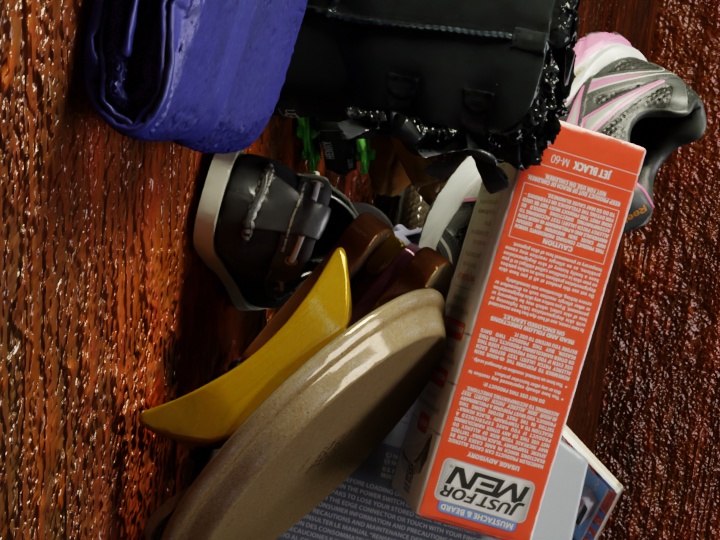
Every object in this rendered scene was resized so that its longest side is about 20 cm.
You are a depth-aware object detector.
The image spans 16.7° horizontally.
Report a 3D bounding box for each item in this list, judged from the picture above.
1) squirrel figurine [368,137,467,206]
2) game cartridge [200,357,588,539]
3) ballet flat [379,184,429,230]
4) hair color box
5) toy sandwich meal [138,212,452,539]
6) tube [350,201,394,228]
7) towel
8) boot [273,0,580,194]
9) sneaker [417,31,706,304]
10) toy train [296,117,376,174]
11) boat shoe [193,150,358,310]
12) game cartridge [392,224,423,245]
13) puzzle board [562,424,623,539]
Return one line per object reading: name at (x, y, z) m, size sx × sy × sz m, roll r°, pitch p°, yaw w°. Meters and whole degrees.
squirrel figurine at (0.052, -0.132, 1.397) m, size 0.187 × 0.141 × 0.201 m, roll -40°, pitch 123°, yaw -79°
game cartridge at (0.015, 0.120, 1.285) m, size 0.042 × 0.200 × 0.133 m, roll 130°, pitch -24°, yaw -69°
ballet flat at (0.030, 0.011, 1.580) m, size 0.067 × 0.046 × 0.201 m, roll 134°, pitch -32°, yaw -65°
hair color box at (0.076, 0.027, 1.216) m, size 0.111 × 0.064 × 0.201 m, roll -156°, pitch -96°, yaw -84°
toy sandwich meal at (-0.034, 0.058, 1.178) m, size 0.205 × 0.070 × 0.205 m, roll -42°, pitch 166°, yaw -13°
tube at (0.000, 0.000, 1.481) m, size 0.058 × 0.052 × 0.200 m, roll -36°, pitch 172°, yaw -5°
towel at (-0.064, -0.125, 1.026) m, size 0.200 × 0.049 × 0.148 m, roll 2°, pitch 106°, yaw -80°
boot at (0.026, -0.144, 1.145) m, size 0.073 × 0.162 × 0.199 m, roll 29°, pitch 72°, yaw -78°
sneaker at (0.108, -0.039, 1.302) m, size 0.200 × 0.086 × 0.080 m, roll -54°, pitch 143°, yaw -11°
toy train at (-0.018, -0.110, 1.291) m, size 0.200 × 0.042 × 0.057 m, roll 79°, pitch 12°, yaw -67°
boat shoe at (-0.033, -0.014, 1.241) m, size 0.200 × 0.067 × 0.072 m, roll 49°, pitch 51°, yaw -79°
game cartridge at (0.023, 0.022, 1.392) m, size 0.130 × 0.038 × 0.200 m, roll -45°, pitch 165°, yaw 25°
puzzle board at (0.080, 0.107, 1.418) m, size 0.017 × 0.151 × 0.200 m, roll -37°, pitch 164°, yaw -18°
